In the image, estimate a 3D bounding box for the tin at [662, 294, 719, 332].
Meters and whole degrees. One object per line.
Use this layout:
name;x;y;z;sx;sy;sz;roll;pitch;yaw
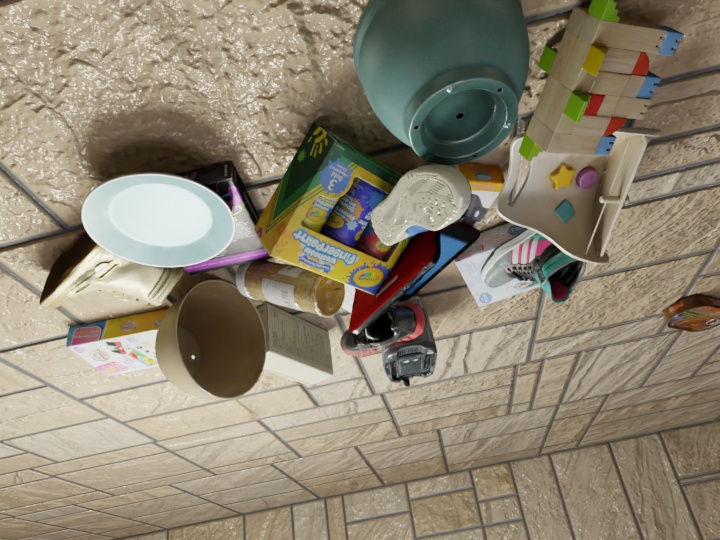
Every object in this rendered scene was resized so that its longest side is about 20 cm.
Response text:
tin;0.839;0.107;1.414;0.196;0.043;0.112;11;147;-30

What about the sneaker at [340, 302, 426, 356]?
sneaker;0.022;0.111;1.042;0.198;0.072;0.097;-25;162;39

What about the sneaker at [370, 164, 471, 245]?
sneaker;0.097;-0.092;0.688;0.110;0.078;0.200;-29;179;-24

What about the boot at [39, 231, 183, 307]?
boot;-0.391;0.019;0.892;0.199;0.074;0.154;-35;138;25

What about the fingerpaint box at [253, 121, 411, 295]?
fingerpaint box;-0.018;-0.075;0.781;0.198;0.073;0.168;22;107;-41

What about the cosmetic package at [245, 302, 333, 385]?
cosmetic package;-0.143;0.154;1.147;0.072;0.105;0.199;-26;144;26

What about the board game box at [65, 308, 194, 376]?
board game box;-0.436;0.143;1.106;0.195;0.041;0.154;-10;148;1

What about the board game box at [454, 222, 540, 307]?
board game box;0.286;-0.019;1.050;0.195;0.044;0.200;-21;146;14

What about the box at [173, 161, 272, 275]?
box;-0.222;-0.069;0.836;0.140;0.037;0.201;-11;149;2

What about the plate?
plate;-0.268;-0.070;0.768;0.195;0.026;0.202;-6;148;-4

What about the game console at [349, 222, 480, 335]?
game console;0.089;0.017;0.892;0.118;0.174;0.200;34;124;-18

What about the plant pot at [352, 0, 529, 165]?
plant pot;0.098;-0.204;0.618;0.195;0.137;0.202;-8;149;-5

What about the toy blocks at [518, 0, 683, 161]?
toy blocks;0.292;-0.219;0.681;0.134;0.101;0.203;-2;128;-22

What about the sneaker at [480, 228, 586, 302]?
sneaker;0.289;0.005;0.933;0.082;0.123;0.200;17;138;-34

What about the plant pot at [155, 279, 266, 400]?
plant pot;-0.282;0.132;0.999;0.132;0.205;0.199;-18;149;32

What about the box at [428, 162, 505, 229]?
box;0.132;-0.088;0.903;0.116;0.042;0.201;1;144;-17

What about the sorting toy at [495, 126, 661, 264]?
sorting toy;0.291;-0.128;0.815;0.176;0.108;0.204;5;122;-5

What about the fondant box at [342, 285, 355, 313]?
fondant box;0.000;0.000;0.987;0.142;0.059;0.199;-25;146;22

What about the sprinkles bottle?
sprinkles bottle;-0.114;0.024;0.891;0.197;0.070;0.068;10;166;42

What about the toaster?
toaster;0.094;0.143;1.170;0.111;0.132;0.201;-10;148;2
